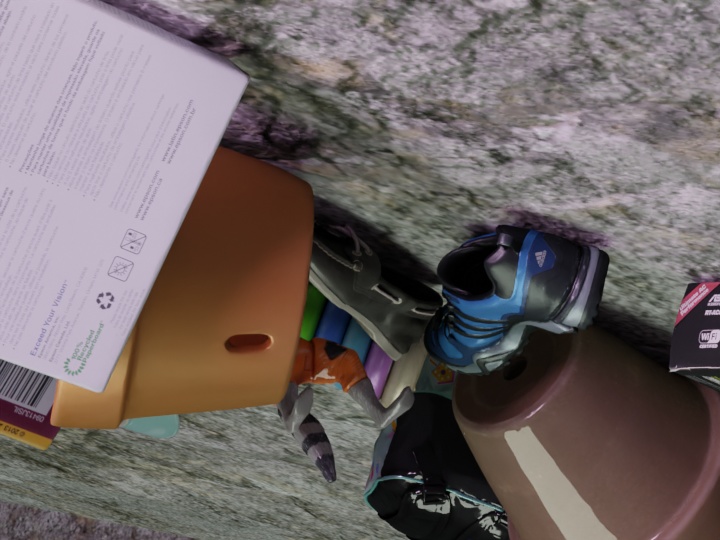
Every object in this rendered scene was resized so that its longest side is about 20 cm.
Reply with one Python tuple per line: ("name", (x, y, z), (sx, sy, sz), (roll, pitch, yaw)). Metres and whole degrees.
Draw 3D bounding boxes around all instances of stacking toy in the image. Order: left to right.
("stacking toy", (-0.046, 0.037, 1.664), (0.199, 0.086, 0.085), (21, 167, 3))

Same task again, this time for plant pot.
("plant pot", (-0.107, 0.004, 1.337), (0.139, 0.202, 0.200), (8, 167, -8))
("plant pot", (0.160, 0.118, 1.587), (0.199, 0.201, 0.175), (-2, 141, 48))

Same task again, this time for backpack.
("backpack", (0.094, 0.165, 1.844), (0.174, 0.154, 0.200), (17, 157, -3))

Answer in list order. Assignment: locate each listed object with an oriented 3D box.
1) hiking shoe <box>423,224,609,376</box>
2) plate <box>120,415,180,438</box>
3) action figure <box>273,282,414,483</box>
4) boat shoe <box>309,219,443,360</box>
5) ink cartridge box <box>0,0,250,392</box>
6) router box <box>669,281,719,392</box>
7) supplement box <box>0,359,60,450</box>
("hiking shoe", (0.084, 0.011, 1.440), (0.086, 0.075, 0.200), (26, 154, -17))
("plate", (-0.215, 0.060, 1.634), (0.200, 0.026, 0.201), (37, 156, 19))
("action figure", (-0.088, 0.067, 1.547), (0.199, 0.105, 0.193), (-14, -147, -42))
("boat shoe", (0.000, 0.000, 1.519), (0.067, 0.057, 0.200), (48, -178, 32))
("ink cartridge box", (-0.186, -0.056, 1.164), (0.199, 0.201, 0.041), (22, -171, -30))
("router box", (0.319, 0.064, 1.401), (0.199, 0.063, 0.149), (23, 164, -33))
("supplement box", (-0.274, 0.018, 1.490), (0.130, 0.104, 0.200), (26, -171, -41))
